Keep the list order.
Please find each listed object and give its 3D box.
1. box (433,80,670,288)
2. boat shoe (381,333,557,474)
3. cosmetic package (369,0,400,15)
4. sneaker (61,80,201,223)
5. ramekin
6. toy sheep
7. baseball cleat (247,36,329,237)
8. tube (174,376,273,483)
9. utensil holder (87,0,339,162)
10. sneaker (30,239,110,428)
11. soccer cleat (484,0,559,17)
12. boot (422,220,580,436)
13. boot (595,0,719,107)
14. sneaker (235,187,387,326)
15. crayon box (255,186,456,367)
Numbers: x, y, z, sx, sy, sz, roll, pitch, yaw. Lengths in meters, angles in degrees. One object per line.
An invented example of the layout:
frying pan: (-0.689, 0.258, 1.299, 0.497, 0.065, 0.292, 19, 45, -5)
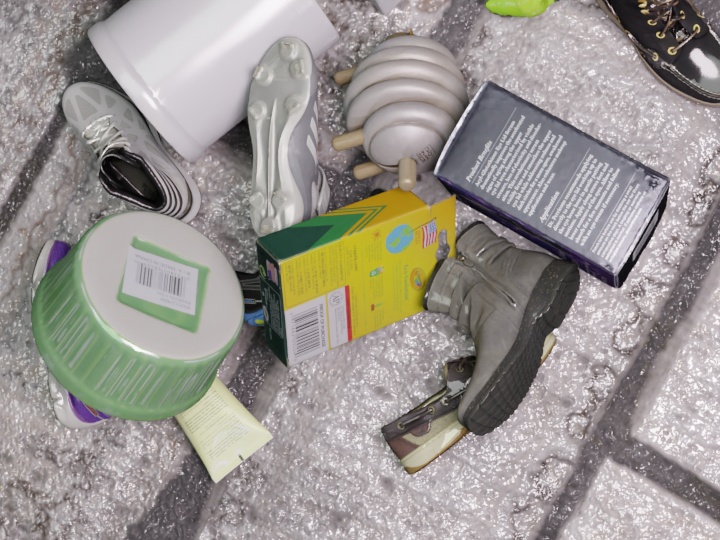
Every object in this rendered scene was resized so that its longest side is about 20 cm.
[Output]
box: (0.185, -0.079, 1.296, 0.200, 0.148, 0.104, 30, 91, 14)
boat shoe: (0.104, 0.117, 1.327, 0.200, 0.073, 0.065, -42, 88, 4)
cosmetic package: (0.001, -0.337, 1.332, 0.074, 0.200, 0.102, -43, 79, 4)
sneaker: (-0.251, -0.134, 1.403, 0.076, 0.115, 0.201, -45, 78, 4)
ramekin: (-0.212, 0.038, 1.326, 0.200, 0.200, 0.098, 53, 134, 11)
toy sheep: (0.043, -0.157, 1.339, 0.137, 0.138, 0.200, -8, 58, 10)
baseball cleat: (-0.068, -0.124, 1.327, 0.070, 0.106, 0.201, 9, 93, 23)
tube: (-0.181, 0.119, 1.400, 0.200, 0.052, 0.058, 51, 134, 9)
utensil holder: (-0.146, -0.237, 1.370, 0.200, 0.170, 0.170, -38, 78, 2)
sneaker: (-0.294, 0.063, 1.423, 0.083, 0.081, 0.201, -12, 91, -4)
soccer cleat: (0.162, -0.357, 1.375, 0.081, 0.067, 0.201, 1, 84, 24)
boot: (0.113, 0.054, 1.292, 0.130, 0.068, 0.200, 21, 69, 30)
boot: (0.292, -0.247, 1.290, 0.073, 0.151, 0.200, -39, 78, 5)
sneaker: (-0.051, -0.024, 1.375, 0.199, 0.071, 0.083, -35, 85, 9)
crayon box: (0.000, 0.000, 1.309, 0.200, 0.127, 0.051, -20, 39, -24)
